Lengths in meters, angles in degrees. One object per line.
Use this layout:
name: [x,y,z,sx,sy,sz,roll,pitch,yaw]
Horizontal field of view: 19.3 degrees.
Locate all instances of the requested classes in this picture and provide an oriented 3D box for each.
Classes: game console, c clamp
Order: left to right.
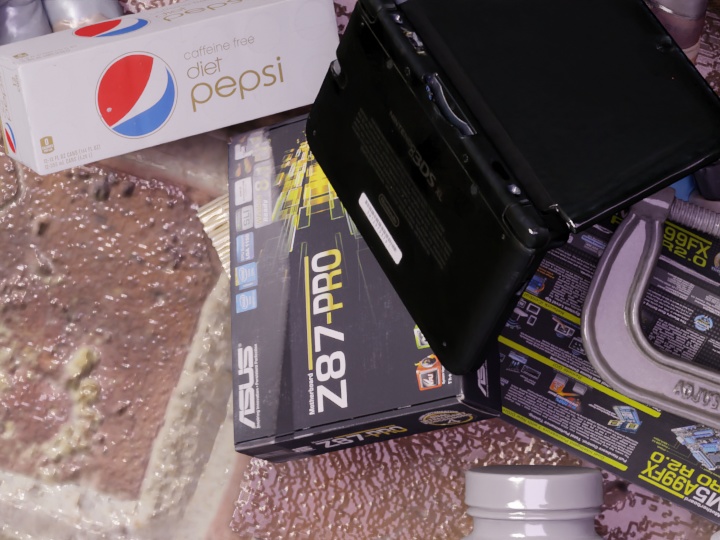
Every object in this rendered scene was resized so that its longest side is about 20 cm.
game console: [0.080,-0.073,1.155,0.116,0.176,0.200,-7,50,-32]
c clamp: [0.208,0.004,1.156,0.200,0.027,0.171,25,84,2]

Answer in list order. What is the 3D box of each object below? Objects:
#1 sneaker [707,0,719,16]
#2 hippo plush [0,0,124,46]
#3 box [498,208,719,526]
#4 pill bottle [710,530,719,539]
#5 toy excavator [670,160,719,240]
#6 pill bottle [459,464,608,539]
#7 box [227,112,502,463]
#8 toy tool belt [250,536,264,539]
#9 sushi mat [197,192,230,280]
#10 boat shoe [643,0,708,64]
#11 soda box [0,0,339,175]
sneaker: [0.209,-0.241,1.260,0.108,0.070,0.200,-33,60,-3]
hippo plush: [-0.221,-0.176,1.251,0.159,0.161,0.200,31,90,2]
box: [0.160,0.044,1.235,0.200,0.044,0.160,26,128,2]
pill bottle: [0.315,0.154,1.242,0.200,0.116,0.116,-29,89,18]
toy excavator: [0.174,-0.038,1.274,0.194,0.200,0.100,-41,120,-29]
pill bottle: [0.104,0.219,1.265,0.109,0.109,0.200,0,89,1]
box: [0.000,0.000,1.229,0.161,0.049,0.200,-15,67,34]
toy tool belt: [-0.038,0.217,1.268,0.200,0.125,0.123,10,74,35]
sushi mat: [0.003,-0.046,1.302,0.200,0.012,0.096,-29,68,3]
boat shoe: [0.141,-0.198,1.206,0.072,0.065,0.200,-3,49,-31]
soda box: [-0.113,-0.117,1.244,0.200,0.064,0.068,-17,111,-24]
